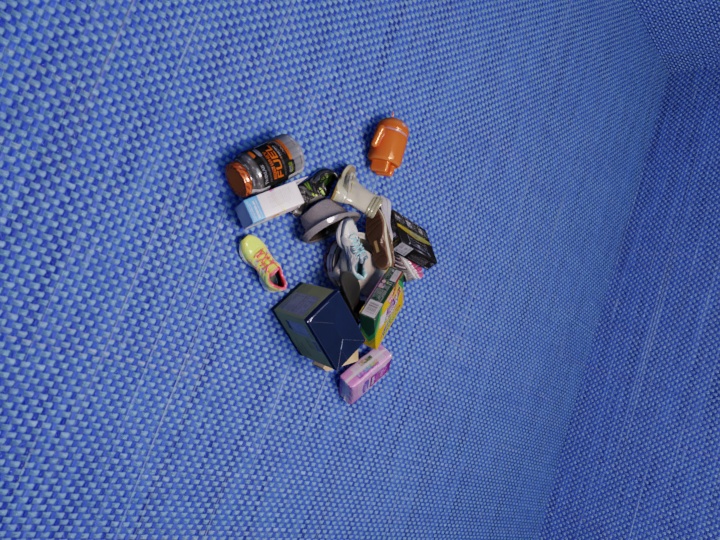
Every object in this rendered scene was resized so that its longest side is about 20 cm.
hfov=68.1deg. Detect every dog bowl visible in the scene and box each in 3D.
[{"bbox_3d":[-0.034,-0.027,1.732,0.199,0.074,0.202,-7,101,-40],"label":"dog bowl"}]

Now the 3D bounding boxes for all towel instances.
[{"bbox_3d":[0.000,0.000,1.696,0.199,0.034,0.133,31,75,-39],"label":"towel"}]

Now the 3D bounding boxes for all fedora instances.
[{"bbox_3d":[-0.106,-0.159,1.615,0.199,0.177,0.091,-24,82,-40],"label":"fedora"}]

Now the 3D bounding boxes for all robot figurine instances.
[{"bbox_3d":[0.092,-0.414,1.749,0.143,0.116,0.202,17,85,-22],"label":"robot figurine"}]

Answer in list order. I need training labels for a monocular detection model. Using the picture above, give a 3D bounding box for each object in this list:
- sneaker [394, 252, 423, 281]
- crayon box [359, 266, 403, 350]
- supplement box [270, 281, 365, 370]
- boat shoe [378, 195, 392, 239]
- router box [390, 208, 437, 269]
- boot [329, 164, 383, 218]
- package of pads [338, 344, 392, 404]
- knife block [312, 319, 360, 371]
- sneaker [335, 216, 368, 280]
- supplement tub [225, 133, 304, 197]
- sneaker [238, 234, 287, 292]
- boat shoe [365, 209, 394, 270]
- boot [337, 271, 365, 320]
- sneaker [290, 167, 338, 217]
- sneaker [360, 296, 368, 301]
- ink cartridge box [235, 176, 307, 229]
[{"bbox_3d":[0.133,-0.039,1.874,0.200,0.087,0.074,53,29,-11],"label":"sneaker"},{"bbox_3d":[0.070,0.118,1.666,0.200,0.058,0.173,-56,155,-32],"label":"crayon box"},{"bbox_3d":[-0.127,0.162,1.596,0.134,0.199,0.201,-43,122,-27],"label":"supplement box"},{"bbox_3d":[0.061,-0.155,1.781,0.065,0.073,0.202,15,64,-42],"label":"boat shoe"},{"bbox_3d":[0.171,-0.107,1.852,0.199,0.052,0.158,27,38,-40],"label":"router box"},{"bbox_3d":[-0.002,-0.243,1.642,0.154,0.072,0.200,26,35,-5],"label":"boot"},{"bbox_3d":[0.015,0.351,1.810,0.200,0.076,0.121,-35,152,-31],"label":"package of pads"},{"bbox_3d":[-0.064,0.220,1.752,0.199,0.064,0.177,-11,104,-39],"label":"knife block"},{"bbox_3d":[-0.013,-0.063,1.579,0.077,0.086,0.201,-30,125,-35],"label":"sneaker"},{"bbox_3d":[-0.261,-0.285,1.459,0.200,0.122,0.123,-36,119,-31],"label":"supplement tub"},{"bbox_3d":[-0.268,-0.020,1.518,0.078,0.090,0.201,-46,122,-24],"label":"sneaker"},{"bbox_3d":[0.067,-0.099,1.714,0.075,0.074,0.204,7,73,-57],"label":"boat shoe"},{"bbox_3d":[-0.079,0.080,1.641,0.069,0.173,0.201,-53,136,-38],"label":"boot"},{"bbox_3d":[-0.143,-0.239,1.596,0.200,0.082,0.071,-48,124,-23],"label":"sneaker"},{"bbox_3d":[0.021,0.120,1.769,0.077,0.080,0.200,-53,150,7],"label":"sneaker"},{"bbox_3d":[-0.234,-0.187,1.475,0.199,0.115,0.068,-26,96,-24],"label":"ink cartridge box"}]
